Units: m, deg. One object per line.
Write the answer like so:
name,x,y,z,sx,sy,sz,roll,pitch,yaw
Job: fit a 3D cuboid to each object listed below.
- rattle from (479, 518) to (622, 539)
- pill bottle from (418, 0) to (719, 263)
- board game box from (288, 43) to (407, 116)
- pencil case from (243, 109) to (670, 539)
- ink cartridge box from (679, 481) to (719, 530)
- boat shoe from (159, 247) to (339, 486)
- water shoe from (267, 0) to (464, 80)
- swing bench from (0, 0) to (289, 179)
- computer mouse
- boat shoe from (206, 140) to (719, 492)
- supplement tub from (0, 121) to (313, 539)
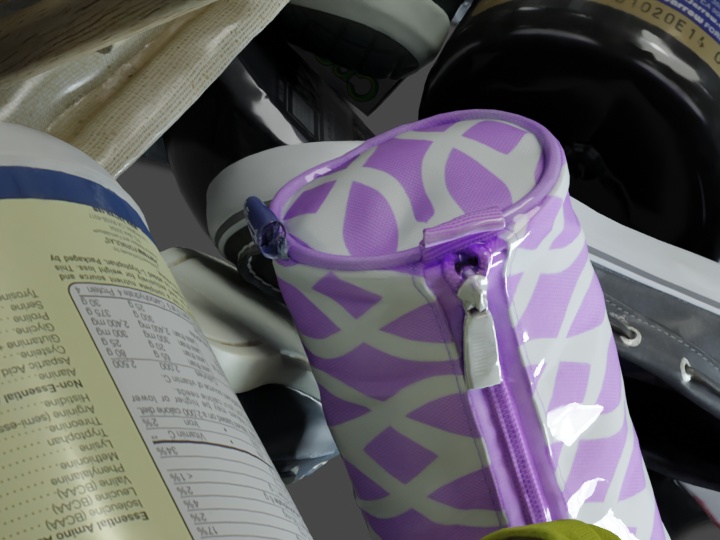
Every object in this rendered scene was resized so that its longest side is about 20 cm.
rattle,0.076,0.149,0.611,0.130,0.142,0.200,60,36,-42
pill bottle,0.105,-0.093,0.913,0.112,0.112,0.200,39,49,-7
board game box,-0.053,-0.154,1.045,0.200,0.035,0.126,38,27,-9
pencil case,0.040,0.055,0.728,0.085,0.084,0.201,37,-29,59
ink cartridge box,0.148,0.005,0.998,0.146,0.085,0.200,49,25,-23
boat shoe,-0.043,0.037,0.757,0.075,0.062,0.200,35,5,10
water shoe,-0.033,-0.126,0.922,0.200,0.079,0.071,29,-6,37
swing bench,-0.046,-0.120,0.672,0.130,0.200,0.199,44,48,-5
computer mouse,0.000,0.000,0.885,0.200,0.053,0.139,46,15,-12
boat shoe,0.045,0.022,0.801,0.199,0.070,0.066,20,54,-31
supplement tub,-0.074,0.086,0.565,0.145,0.145,0.200,4,49,-49
